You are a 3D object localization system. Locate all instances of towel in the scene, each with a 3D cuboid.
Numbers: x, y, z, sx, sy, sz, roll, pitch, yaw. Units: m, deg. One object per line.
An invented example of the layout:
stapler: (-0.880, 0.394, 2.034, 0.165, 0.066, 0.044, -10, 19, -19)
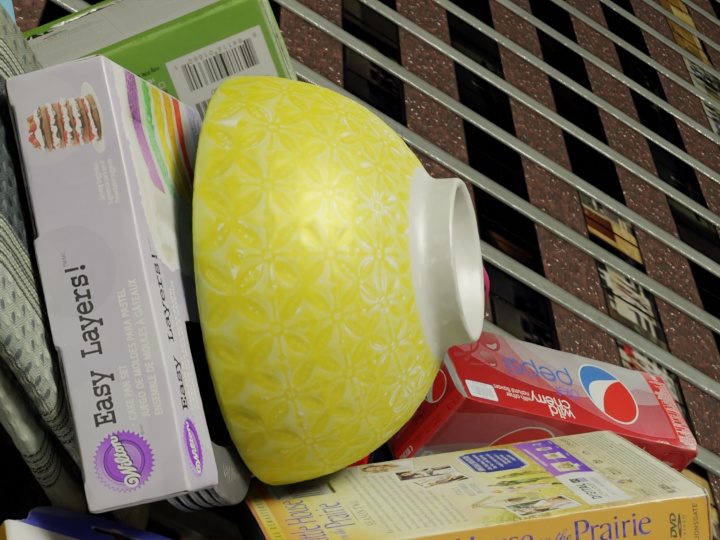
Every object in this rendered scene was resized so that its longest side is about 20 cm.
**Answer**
towel: (-0.144, 0.003, 0.864, 0.200, 0.034, 0.193, 67, 12, -51)

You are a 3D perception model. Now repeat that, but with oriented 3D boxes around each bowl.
bowl: (0.000, 0.000, 0.919, 0.200, 0.107, 0.201, -6, 90, -76)

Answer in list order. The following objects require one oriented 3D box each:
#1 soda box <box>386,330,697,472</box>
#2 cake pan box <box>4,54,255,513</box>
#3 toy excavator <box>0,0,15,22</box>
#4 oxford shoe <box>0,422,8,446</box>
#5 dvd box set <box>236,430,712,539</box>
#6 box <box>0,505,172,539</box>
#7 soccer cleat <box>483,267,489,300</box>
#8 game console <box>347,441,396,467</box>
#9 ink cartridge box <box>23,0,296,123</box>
soda box: (0.103, 0.089, 1.111, 0.200, 0.070, 0.063, 15, 37, -38)
cake pan box: (-0.097, 0.013, 0.877, 0.184, 0.052, 0.200, 21, 57, -79)
toy excavator: (-0.228, -0.166, 0.959, 0.100, 0.200, 0.194, 6, 24, 30)
oxford shoe: (-0.178, 0.007, 0.934, 0.071, 0.071, 0.200, 24, 25, -25)
dvd box set: (0.047, 0.116, 0.904, 0.200, 0.029, 0.146, -7, 7, -11)
box: (-0.094, 0.181, 0.777, 0.119, 0.042, 0.200, 23, 25, -30)
soccer cleat: (0.000, -0.021, 1.232, 0.200, 0.070, 0.086, 17, 31, -38)
game console: (0.070, 0.125, 1.126, 0.200, 0.031, 0.177, 25, 31, -26)
ink cartridge box: (-0.130, -0.113, 1.109, 0.200, 0.148, 0.076, -136, -156, -71)
